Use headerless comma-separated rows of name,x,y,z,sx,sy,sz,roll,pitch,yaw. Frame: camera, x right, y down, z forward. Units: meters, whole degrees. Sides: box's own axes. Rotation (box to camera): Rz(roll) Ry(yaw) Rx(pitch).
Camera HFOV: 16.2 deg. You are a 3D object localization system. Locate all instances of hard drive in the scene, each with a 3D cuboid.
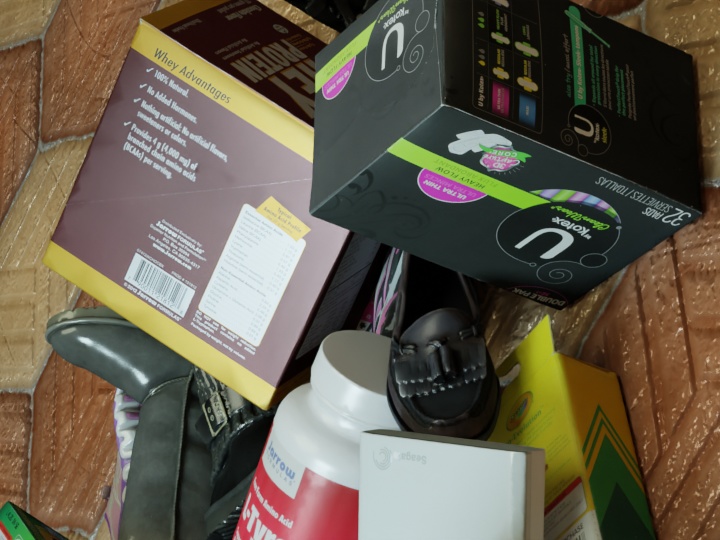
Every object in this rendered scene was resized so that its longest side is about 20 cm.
hard drive,0.051,0.200,1.494,0.131,0.026,0.201,4,94,43

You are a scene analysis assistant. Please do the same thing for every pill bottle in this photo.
pill bottle,-0.015,0.146,1.666,0.112,0.112,0.201,-121,44,-56

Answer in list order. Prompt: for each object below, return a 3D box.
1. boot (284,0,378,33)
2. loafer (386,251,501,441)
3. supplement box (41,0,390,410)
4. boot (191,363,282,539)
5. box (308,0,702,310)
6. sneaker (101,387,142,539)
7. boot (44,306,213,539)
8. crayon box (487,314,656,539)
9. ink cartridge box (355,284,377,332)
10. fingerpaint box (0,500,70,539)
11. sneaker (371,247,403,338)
boot,-0.015,-0.208,1.868,0.074,0.162,0.198,-65,28,4
loafer,0.046,0.038,1.590,0.200,0.071,0.063,-94,-8,-58
supplement box,-0.079,-0.054,1.739,0.133,0.197,0.201,-34,-26,-60
boot,-0.059,0.100,1.827,0.211,0.079,0.159,-34,51,49
box,0.089,-0.085,1.566,0.148,0.199,0.125,-38,42,46
sneaker,-0.170,0.161,2.011,0.089,0.080,0.201,-52,33,45
boot,-0.166,0.135,1.929,0.073,0.181,0.201,103,176,-66
crayon box,0.113,0.142,1.538,0.127,0.051,0.201,-47,36,36
ink cartridge box,0.000,0.000,1.851,0.200,0.037,0.095,-60,29,24
fingerpaint box,-0.192,0.272,1.870,0.073,0.167,0.200,-52,28,0
sneaker,0.052,-0.023,1.730,0.201,0.080,0.086,-62,18,4
